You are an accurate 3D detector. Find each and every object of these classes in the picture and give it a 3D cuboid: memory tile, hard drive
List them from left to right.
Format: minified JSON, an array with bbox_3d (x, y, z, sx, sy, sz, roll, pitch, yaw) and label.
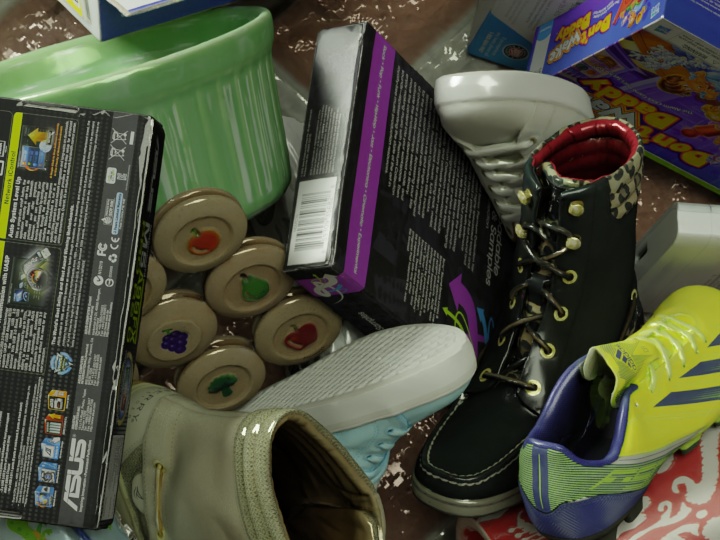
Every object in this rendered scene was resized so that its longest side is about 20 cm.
[{"bbox_3d":[-0.118,0.046,1.237,0.200,0.153,0.017,-34,47,8],"label":"memory tile"},{"bbox_3d":[0.256,0.000,1.369,0.199,0.132,0.027,4,70,-11],"label":"hard drive"}]

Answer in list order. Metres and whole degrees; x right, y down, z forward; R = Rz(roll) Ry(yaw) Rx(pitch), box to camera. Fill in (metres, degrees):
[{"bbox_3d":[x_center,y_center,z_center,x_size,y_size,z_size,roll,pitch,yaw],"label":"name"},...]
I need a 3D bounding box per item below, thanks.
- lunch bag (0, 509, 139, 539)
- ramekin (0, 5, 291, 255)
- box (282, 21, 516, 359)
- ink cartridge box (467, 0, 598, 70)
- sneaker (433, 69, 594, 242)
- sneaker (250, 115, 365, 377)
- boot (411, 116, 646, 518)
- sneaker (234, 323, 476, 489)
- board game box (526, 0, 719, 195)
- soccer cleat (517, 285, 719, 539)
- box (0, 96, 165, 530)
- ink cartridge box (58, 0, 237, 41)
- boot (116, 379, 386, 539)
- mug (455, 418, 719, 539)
[{"bbox_3d":[-0.202,0.185,1.199,0.200,0.082,0.161,-43,83,4],"label":"lunch bag"},{"bbox_3d":[-0.133,-0.068,1.275,0.199,0.200,0.098,-19,104,-18],"label":"ramekin"},{"bbox_3d":[0.029,-0.025,1.307,0.036,0.200,0.143,-7,62,30],"label":"box"},{"bbox_3d":[0.176,-0.150,1.415,0.199,0.115,0.068,17,68,-6],"label":"ink cartridge box"},{"bbox_3d":[0.102,-0.052,1.333,0.073,0.200,0.085,-6,72,28],"label":"sneaker"},{"bbox_3d":[0.000,0.000,1.346,0.099,0.078,0.201,-7,75,-21],"label":"sneaker"},{"bbox_3d":[0.091,0.022,1.270,0.073,0.154,0.203,19,40,29],"label":"boot"},{"bbox_3d":[-0.006,0.091,1.265,0.082,0.200,0.074,54,40,-15],"label":"sneaker"},{"bbox_3d":[0.213,-0.099,1.363,0.200,0.134,0.045,25,65,-23],"label":"board game box"},{"bbox_3d":[0.146,0.061,1.247,0.065,0.084,0.200,9,40,34],"label":"soccer cleat"},{"bbox_3d":[-0.186,0.015,1.145,0.160,0.044,0.201,7,86,4],"label":"box"},{"bbox_3d":[-0.075,-0.186,1.349,0.197,0.047,0.200,-18,34,-18],"label":"ink cartridge box"},{"bbox_3d":[-0.045,0.150,1.207,0.072,0.154,0.200,-38,115,-34],"label":"boot"},{"bbox_3d":[0.156,0.142,1.321,0.199,0.177,0.134,-22,113,-14],"label":"mug"}]
